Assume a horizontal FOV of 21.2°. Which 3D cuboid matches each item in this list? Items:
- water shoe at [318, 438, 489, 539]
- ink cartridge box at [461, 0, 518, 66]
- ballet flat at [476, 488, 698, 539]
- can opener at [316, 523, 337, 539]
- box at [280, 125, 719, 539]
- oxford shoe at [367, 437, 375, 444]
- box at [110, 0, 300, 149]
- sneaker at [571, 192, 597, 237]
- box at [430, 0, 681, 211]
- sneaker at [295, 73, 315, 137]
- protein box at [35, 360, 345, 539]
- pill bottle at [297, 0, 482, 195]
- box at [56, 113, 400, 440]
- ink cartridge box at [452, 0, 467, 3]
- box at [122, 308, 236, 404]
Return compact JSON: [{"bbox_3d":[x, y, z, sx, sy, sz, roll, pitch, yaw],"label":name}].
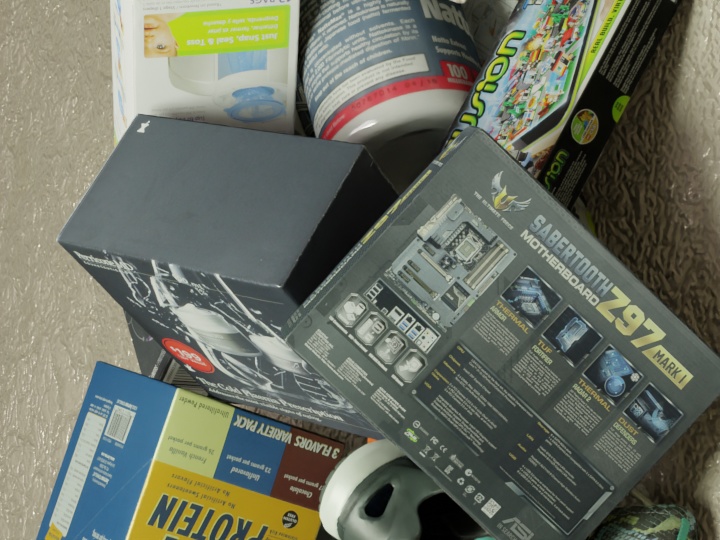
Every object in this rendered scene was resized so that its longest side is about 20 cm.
[{"bbox_3d":[0.066,0.126,1.135,0.079,0.200,0.072,39,135,32],"label":"water shoe"},{"bbox_3d":[0.056,-0.146,1.353,0.200,0.047,0.161,41,121,37],"label":"ink cartridge box"},{"bbox_3d":[0.131,0.154,1.135,0.200,0.074,0.075,4,88,59],"label":"ballet flat"},{"bbox_3d":[0.024,0.126,1.317,0.053,0.066,0.200,-85,20,-61],"label":"can opener"},{"bbox_3d":[0.080,0.044,1.048,0.158,0.200,0.051,-47,7,1],"label":"box"},{"bbox_3d":[0.048,0.134,1.260,0.071,0.073,0.201,32,116,60],"label":"oxford shoe"},{"bbox_3d":[-0.105,-0.125,1.278,0.102,0.112,0.201,-113,22,-51],"label":"box"},{"bbox_3d":[0.107,-0.002,1.165,0.079,0.077,0.200,-32,41,17],"label":"sneaker"},{"bbox_3d":[0.114,-0.108,1.148,0.110,0.035,0.201,15,75,57],"label":"box"},{"bbox_3d":[-0.013,-0.076,1.352,0.200,0.086,0.078,-110,13,-45],"label":"sneaker"},{"bbox_3d":[-0.135,0.188,1.376,0.198,0.134,0.201,7,78,66],"label":"protein box"},{"bbox_3d":[0.013,-0.152,1.270,0.120,0.119,0.201,-49,48,46],"label":"pill bottle"},{"bbox_3d":[-0.051,0.006,1.187,0.199,0.182,0.104,10,61,41],"label":"box"},{"bbox_3d":[0.087,-0.247,1.167,0.199,0.200,0.041,33,156,58],"label":"ink cartridge box"},{"bbox_3d":[-0.130,-0.003,1.576,0.122,0.106,0.200,-61,36,34],"label":"box"}]
